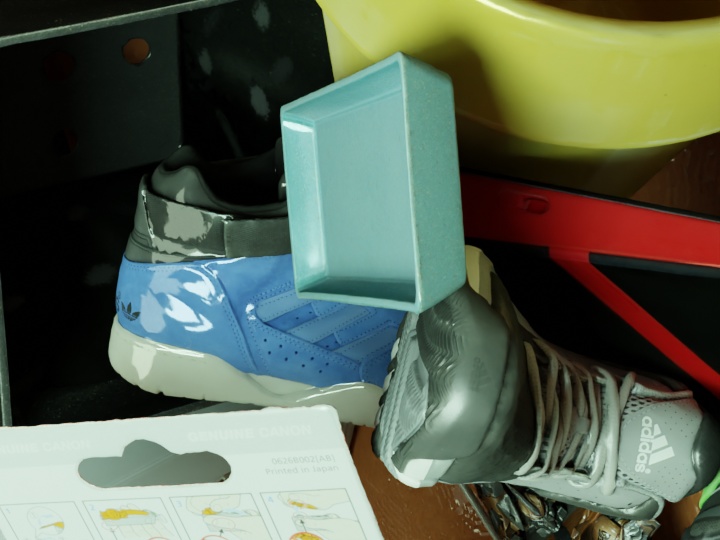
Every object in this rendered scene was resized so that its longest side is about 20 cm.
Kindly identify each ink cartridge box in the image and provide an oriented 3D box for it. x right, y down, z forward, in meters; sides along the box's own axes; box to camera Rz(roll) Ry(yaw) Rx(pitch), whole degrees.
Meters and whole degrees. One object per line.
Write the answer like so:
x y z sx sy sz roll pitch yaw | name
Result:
-0.046 0.117 0.768 0.162 0.050 0.200 -5 125 23 | ink cartridge box

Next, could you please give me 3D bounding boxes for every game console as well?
0.114 0.019 0.679 0.176 0.200 0.031 8 73 38 | game console

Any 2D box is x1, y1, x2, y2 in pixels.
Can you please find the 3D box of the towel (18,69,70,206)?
-0.183 -0.052 1.085 0.148 0.049 0.201 -131 24 -81 | towel

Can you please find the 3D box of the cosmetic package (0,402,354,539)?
-0.099 0.092 0.974 0.081 0.200 0.113 43 138 30 | cosmetic package

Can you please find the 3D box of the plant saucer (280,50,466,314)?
0.001 -0.024 0.625 0.200 0.019 0.070 -179 84 -78 | plant saucer

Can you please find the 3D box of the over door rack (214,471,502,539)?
0.020 0.163 0.907 0.067 0.148 0.200 -28 87 49 | over door rack

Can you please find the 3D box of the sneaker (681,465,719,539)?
0.181 0.132 0.632 0.200 0.084 0.077 43 163 37 | sneaker

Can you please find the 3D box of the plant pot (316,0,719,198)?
0.065 -0.109 0.668 0.201 0.200 0.189 53 158 19 | plant pot

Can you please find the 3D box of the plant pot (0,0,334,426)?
-0.109 -0.062 0.922 0.177 0.199 0.200 41 139 48 | plant pot

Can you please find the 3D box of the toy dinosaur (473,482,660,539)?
0.126 0.145 0.811 0.200 0.136 0.102 25 94 4 | toy dinosaur

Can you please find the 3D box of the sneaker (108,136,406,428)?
0.000 0.000 0.832 0.077 0.199 0.112 -94 13 -69 | sneaker

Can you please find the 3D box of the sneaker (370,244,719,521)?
0.067 0.043 0.645 0.200 0.115 0.075 113 172 -86 | sneaker
